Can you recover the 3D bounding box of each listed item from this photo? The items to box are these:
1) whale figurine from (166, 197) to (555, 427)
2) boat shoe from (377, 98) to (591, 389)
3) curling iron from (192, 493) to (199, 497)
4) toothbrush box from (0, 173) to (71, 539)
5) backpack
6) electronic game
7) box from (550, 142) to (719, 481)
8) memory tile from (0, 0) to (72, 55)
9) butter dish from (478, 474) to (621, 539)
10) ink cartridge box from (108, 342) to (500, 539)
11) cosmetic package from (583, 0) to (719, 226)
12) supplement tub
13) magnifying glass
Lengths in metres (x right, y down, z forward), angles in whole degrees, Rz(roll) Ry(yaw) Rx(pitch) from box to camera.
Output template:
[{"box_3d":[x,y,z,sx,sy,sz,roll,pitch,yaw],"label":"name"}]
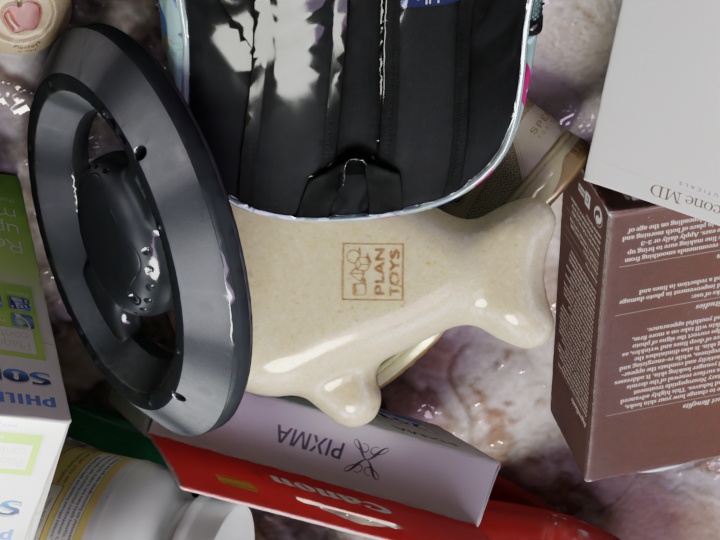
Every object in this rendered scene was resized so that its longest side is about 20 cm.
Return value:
[{"box_3d":[0.000,0.000,1.013,0.200,0.104,0.159,-1,90,4],"label":"whale figurine"},{"box_3d":[0.041,-0.012,1.071,0.065,0.071,0.200,40,111,0],"label":"boat shoe"},{"box_3d":[-0.085,0.112,1.147,0.200,0.026,0.050,-6,107,-7],"label":"curling iron"},{"box_3d":[-0.227,0.032,0.923,0.145,0.200,0.086,8,124,-22],"label":"toothbrush box"},{"box_3d":[-0.009,-0.126,0.902,0.177,0.151,0.200,-5,120,-8],"label":"backpack"},{"box_3d":[-0.105,-0.018,0.928,0.042,0.200,0.200,-19,133,-27],"label":"electronic game"},{"box_3d":[0.169,0.020,1.125,0.100,0.075,0.200,-9,127,-12],"label":"box"},{"box_3d":[-0.241,-0.145,0.901,0.200,0.017,0.153,-15,129,-6],"label":"memory tile"},{"box_3d":[0.129,0.229,1.177,0.200,0.200,0.148,34,150,-34],"label":"butter dish"},{"box_3d":[-0.019,0.096,1.043,0.200,0.176,0.045,18,93,-21],"label":"ink cartridge box"},{"box_3d":[0.188,-0.129,0.982,0.108,0.085,0.200,19,126,17],"label":"cosmetic package"},{"box_3d":[-0.165,0.156,0.981,0.200,0.145,0.146,10,129,12],"label":"supplement tub"},{"box_3d":[-0.070,0.108,1.102,0.200,0.080,0.022,19,88,-17],"label":"magnifying glass"}]
